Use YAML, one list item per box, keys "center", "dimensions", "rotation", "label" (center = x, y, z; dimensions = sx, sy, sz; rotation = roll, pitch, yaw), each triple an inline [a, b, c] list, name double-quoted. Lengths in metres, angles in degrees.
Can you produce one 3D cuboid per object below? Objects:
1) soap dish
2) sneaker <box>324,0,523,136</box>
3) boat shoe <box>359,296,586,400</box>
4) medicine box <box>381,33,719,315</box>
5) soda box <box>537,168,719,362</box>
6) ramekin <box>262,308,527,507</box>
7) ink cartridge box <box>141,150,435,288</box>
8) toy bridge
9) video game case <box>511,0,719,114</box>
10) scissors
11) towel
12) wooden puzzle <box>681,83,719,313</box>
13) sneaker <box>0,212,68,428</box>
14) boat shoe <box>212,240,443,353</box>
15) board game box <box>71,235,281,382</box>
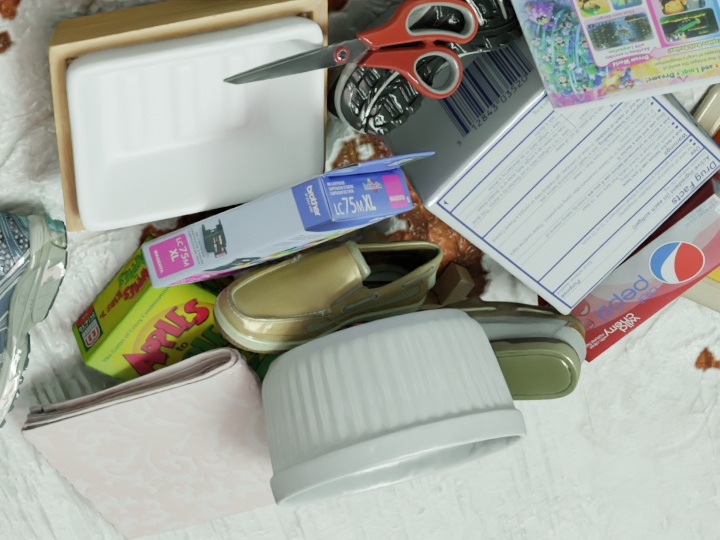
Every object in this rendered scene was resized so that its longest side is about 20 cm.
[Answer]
- center: [-0.122, -0.119, 1.382]
  dimensions: [0.198, 0.081, 0.158]
  rotation: [-13, 131, -16]
  label: "soap dish"
- center: [0.049, -0.178, 1.432]
  dimensions: [0.200, 0.079, 0.074]
  rotation: [-37, 116, -15]
  label: "sneaker"
- center: [0.086, 0.063, 1.590]
  dimensions: [0.198, 0.069, 0.075]
  rotation: [5, 127, 16]
  label: "boat shoe"
- center: [0.152, -0.095, 1.519]
  dimensions: [0.182, 0.103, 0.200]
  rotation: [-44, 132, 13]
  label: "medicine box"
- center: [0.235, -0.012, 1.606]
  dimensions: [0.063, 0.070, 0.200]
  rotation: [33, 126, -25]
  label: "soda box"
- center: [0.018, 0.103, 1.480]
  dimensions: [0.198, 0.106, 0.200]
  rotation: [-15, 168, -3]
  label: "ramekin"
- center: [-0.048, -0.037, 1.420]
  dimensions: [0.199, 0.042, 0.119]
  rotation: [-22, 175, 30]
  label: "ink cartridge box"
- center: [0.000, 0.000, 1.575]
  dimensions: [0.199, 0.027, 0.067]
  rotation: [20, 117, -38]
  label: "toy bridge"
- center: [0.200, -0.197, 1.324]
  dimensions: [0.198, 0.024, 0.183]
  rotation: [-10, 132, 20]
  label: "video game case"
- center: [-0.004, -0.159, 1.353]
  dimensions: [0.198, 0.014, 0.074]
  rotation: [0, 106, -30]
  label: "scissors"
- center: [-0.146, 0.142, 1.566]
  dimensions: [0.189, 0.032, 0.200]
  rotation: [-16, 142, 13]
  label: "towel"
- center: [0.321, -0.055, 1.679]
  dimensions: [0.184, 0.037, 0.201]
  rotation: [20, 116, -37]
  label: "wooden puzzle"
- center: [-0.287, 0.040, 1.450]
  dimensions: [0.086, 0.078, 0.201]
  rotation: [15, 112, -21]
  label: "sneaker"
- center: [-0.021, 0.006, 1.480]
  dimensions: [0.199, 0.072, 0.076]
  rotation: [-16, 155, -40]
  label: "boat shoe"
- center: [-0.119, 0.060, 1.552]
  dimensions: [0.199, 0.048, 0.102]
  rotation: [29, 111, -39]
  label: "board game box"
